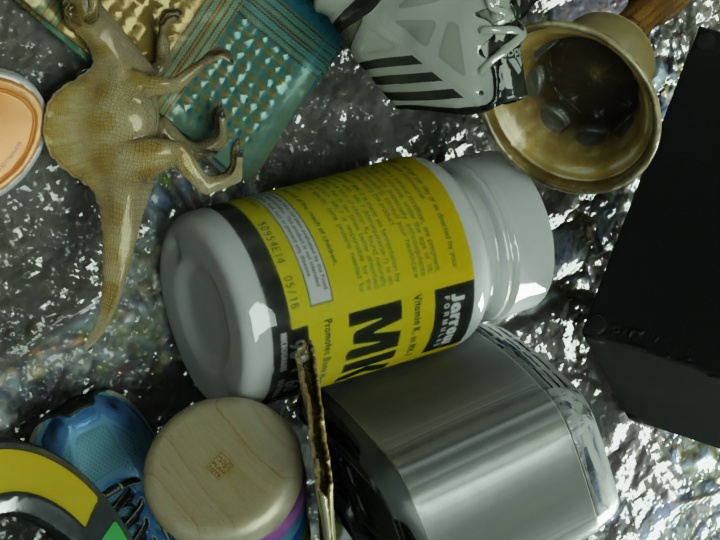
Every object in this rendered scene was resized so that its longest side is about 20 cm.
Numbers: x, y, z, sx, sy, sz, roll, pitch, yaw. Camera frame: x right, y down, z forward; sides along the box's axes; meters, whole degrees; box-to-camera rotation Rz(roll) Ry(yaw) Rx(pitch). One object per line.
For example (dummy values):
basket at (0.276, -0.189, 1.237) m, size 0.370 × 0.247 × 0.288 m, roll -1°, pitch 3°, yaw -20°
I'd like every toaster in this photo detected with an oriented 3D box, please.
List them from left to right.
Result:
toaster at (0.056, 0.109, 1.311) m, size 0.129 × 0.200 × 0.114 m, roll -25°, pitch 113°, yaw -12°

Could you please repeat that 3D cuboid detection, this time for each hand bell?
hand bell at (0.154, -0.139, 1.334) m, size 0.200 × 0.104 × 0.104 m, roll -51°, pitch 131°, yaw -48°

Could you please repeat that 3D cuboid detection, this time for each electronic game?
electronic game at (-0.166, 0.182, 1.166) m, size 0.200 × 0.042 × 0.200 m, roll 35°, pitch 46°, yaw -46°

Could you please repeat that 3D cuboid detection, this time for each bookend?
bookend at (0.225, -0.011, 1.415) m, size 0.200 × 0.092 × 0.199 m, roll -68°, pitch 160°, yaw -11°

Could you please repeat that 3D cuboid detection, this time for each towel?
towel at (-0.091, -0.158, 1.251) m, size 0.200 × 0.022 × 0.147 m, roll 39°, pitch 84°, yaw -33°

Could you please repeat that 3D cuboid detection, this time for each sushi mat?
sushi mat at (-0.019, 0.133, 1.269) m, size 0.012 × 0.096 × 0.200 m, roll -8°, pitch 143°, yaw -2°

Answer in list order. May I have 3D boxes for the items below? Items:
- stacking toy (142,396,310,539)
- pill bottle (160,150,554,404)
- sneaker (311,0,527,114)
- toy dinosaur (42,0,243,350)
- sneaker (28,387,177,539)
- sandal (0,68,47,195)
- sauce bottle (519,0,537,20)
stacking toy at (-0.058, 0.145, 1.297) m, size 0.085 × 0.085 × 0.200 m, roll -43°, pitch 154°, yaw -12°
pill bottle at (0.000, 0.000, 1.300) m, size 0.200 × 0.114 × 0.114 m, roll -16°, pitch 113°, yaw -25°
sneaker at (0.077, -0.154, 1.220) m, size 0.115 × 0.200 × 0.076 m, roll 55°, pitch 33°, yaw 2°
toy dinosaur at (-0.117, -0.065, 1.232) m, size 0.101 × 0.058 × 0.200 m, roll -6°, pitch 101°, yaw -12°
sneaker at (-0.120, 0.155, 1.294) m, size 0.078 × 0.090 × 0.200 m, roll -28°, pitch 118°, yaw -20°
sandal at (-0.248, -0.057, 1.166) m, size 0.206 × 0.059 × 0.079 m, roll -5°, pitch 108°, yaw -30°
sauce bottle at (0.144, -0.218, 1.345) m, size 0.200 × 0.066 × 0.066 m, roll -39°, pitch 122°, yaw -12°
